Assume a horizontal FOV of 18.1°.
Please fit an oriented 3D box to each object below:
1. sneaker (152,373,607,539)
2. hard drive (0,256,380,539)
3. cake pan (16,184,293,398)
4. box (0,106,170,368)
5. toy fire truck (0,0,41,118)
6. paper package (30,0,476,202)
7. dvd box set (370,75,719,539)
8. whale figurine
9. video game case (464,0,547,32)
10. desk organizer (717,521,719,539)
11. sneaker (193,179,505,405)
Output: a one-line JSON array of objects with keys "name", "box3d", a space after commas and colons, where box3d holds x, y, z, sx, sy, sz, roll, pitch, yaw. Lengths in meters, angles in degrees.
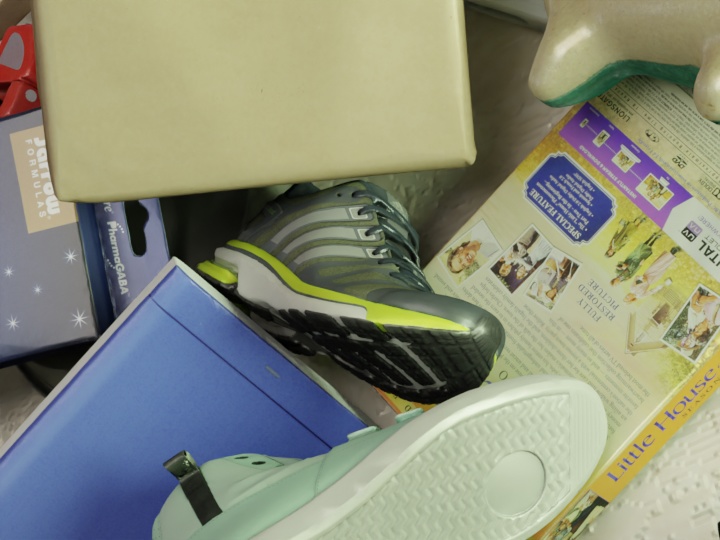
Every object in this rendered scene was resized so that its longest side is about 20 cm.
[{"name": "sneaker", "box3d": [0.001, 0.086, 0.980, 0.200, 0.074, 0.118, -26, 25, -13]}, {"name": "hard drive", "box3d": [-0.104, 0.110, 1.058, 0.200, 0.132, 0.025, -48, 18, 6]}, {"name": "cake pan", "box3d": [-0.120, -0.023, 1.176, 0.200, 0.037, 0.201, -13, 64, 28]}, {"name": "box", "box3d": [-0.196, -0.009, 1.129, 0.199, 0.032, 0.122, -14, 82, 13]}, {"name": "toy fire truck", "box3d": [-0.214, -0.122, 1.238, 0.200, 0.049, 0.141, -1, 60, 42]}, {"name": "paper package", "box3d": [-0.053, -0.136, 1.046, 0.199, 0.103, 0.191, -6, 104, -8]}, {"name": "dvd box set", "box3d": [0.104, 0.014, 1.022, 0.200, 0.029, 0.146, -48, 53, 5]}, {"name": "whale figurine", "box3d": [0.173, -0.115, 0.993, 0.200, 0.104, 0.159, -18, 44, 32]}, {"name": "video game case", "box3d": [0.092, -0.223, 1.135, 0.182, 0.023, 0.200, 22, 83, 36]}, {"name": "desk organizer", "box3d": [0.133, 0.153, 0.921, 0.200, 0.072, 0.077, -16, 60, 25]}, {"name": "sneaker", "box3d": [0.000, 0.000, 1.030, 0.200, 0.074, 0.081, 21, 72, 51]}]
